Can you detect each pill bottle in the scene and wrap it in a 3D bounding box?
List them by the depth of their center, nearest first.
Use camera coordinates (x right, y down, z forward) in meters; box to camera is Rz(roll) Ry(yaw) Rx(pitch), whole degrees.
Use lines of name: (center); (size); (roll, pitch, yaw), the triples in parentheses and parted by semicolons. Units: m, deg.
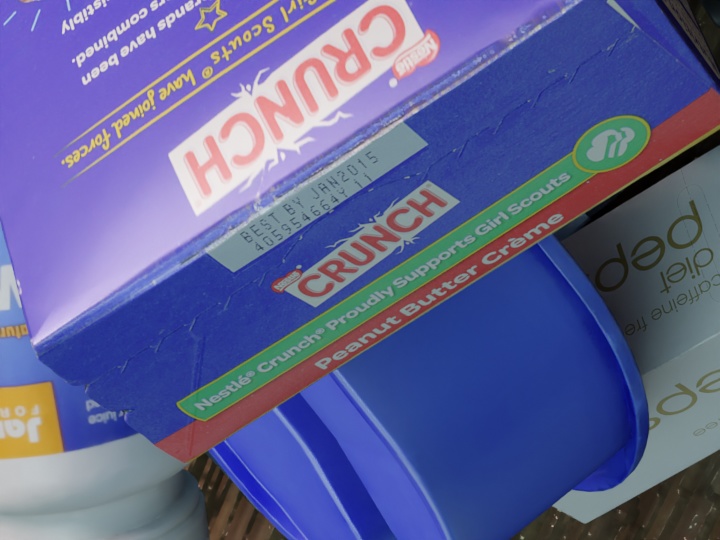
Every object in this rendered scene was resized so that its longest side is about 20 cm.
pill bottle: (-0.105, 0.012, 0.910); (0.112, 0.112, 0.201); (-2, 108, 19)

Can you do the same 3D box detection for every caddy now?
caddy: (0.000, 0.000, 0.815); (0.200, 0.105, 0.141); (51, 156, -8)

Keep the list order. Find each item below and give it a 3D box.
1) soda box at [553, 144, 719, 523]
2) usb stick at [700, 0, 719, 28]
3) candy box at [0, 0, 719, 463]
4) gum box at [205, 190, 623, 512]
soda box: (0.127, 0.003, 0.885); (0.200, 0.068, 0.064); (-32, 53, 23)
usb stick: (0.183, -0.144, 0.840); (0.200, 0.056, 0.033); (-37, 138, 26)
candy box: (-0.019, -0.082, 0.694); (0.169, 0.200, 0.077); (-31, 140, 17)
gum box: (-0.022, -0.041, 0.949); (0.170, 0.045, 0.200); (46, 117, -2)
